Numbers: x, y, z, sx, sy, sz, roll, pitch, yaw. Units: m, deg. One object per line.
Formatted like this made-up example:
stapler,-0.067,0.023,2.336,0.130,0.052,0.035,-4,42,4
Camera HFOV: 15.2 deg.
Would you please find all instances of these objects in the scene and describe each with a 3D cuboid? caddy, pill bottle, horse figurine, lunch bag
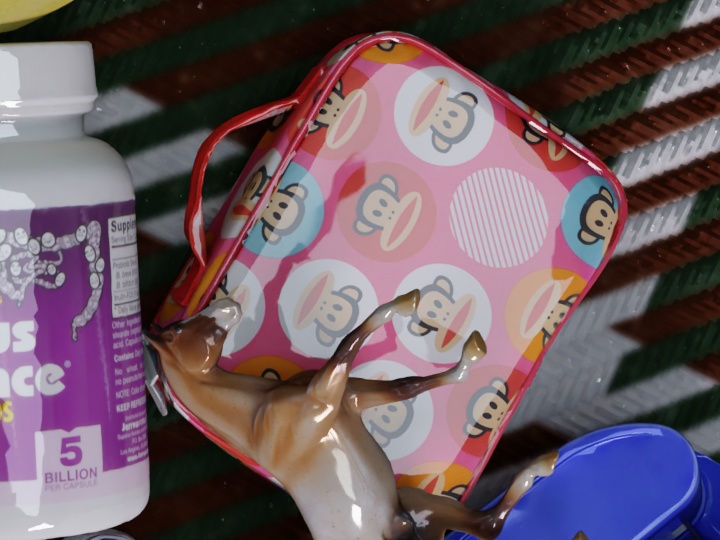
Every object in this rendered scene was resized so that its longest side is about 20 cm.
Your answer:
caddy,0.100,0.158,1.197,0.200,0.105,0.142,-36,79,-7
pill bottle,-0.147,0.006,1.124,0.112,0.112,0.201,-4,95,-12
horse figurine,0.012,0.084,1.106,0.132,0.050,0.200,-25,113,27
lunch bag,0.000,0.000,1.172,0.176,0.082,0.200,34,87,-12

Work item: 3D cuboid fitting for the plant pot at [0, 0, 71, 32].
plant pot,-0.149,-0.183,1.086,0.200,0.200,0.142,29,111,-13

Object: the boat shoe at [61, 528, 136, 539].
boat shoe,-0.164,0.191,1.154,0.200,0.068,0.072,-39,100,-4
